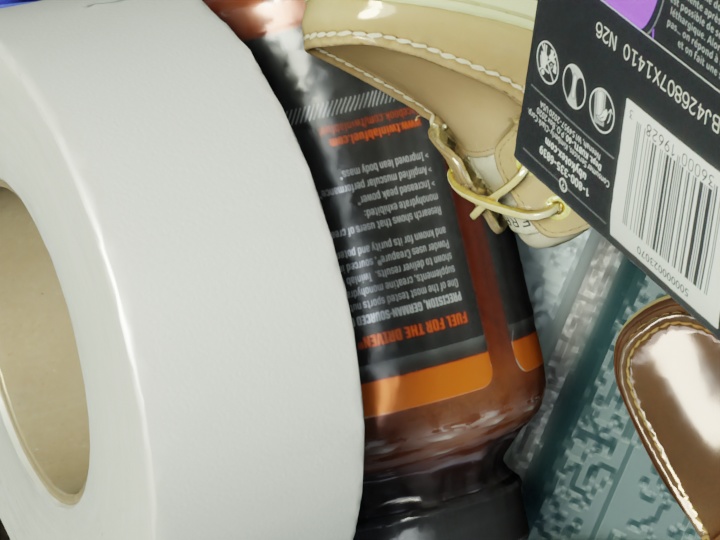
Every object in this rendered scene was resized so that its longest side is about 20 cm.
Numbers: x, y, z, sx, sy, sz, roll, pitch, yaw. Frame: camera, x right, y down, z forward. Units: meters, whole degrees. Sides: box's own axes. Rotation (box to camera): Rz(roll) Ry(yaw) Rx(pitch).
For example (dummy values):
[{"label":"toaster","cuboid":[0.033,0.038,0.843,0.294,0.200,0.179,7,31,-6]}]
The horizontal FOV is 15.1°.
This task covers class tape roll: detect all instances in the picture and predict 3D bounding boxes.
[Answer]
[{"label":"tape roll","cuboid":[-0.074,0.014,0.849,0.071,0.202,0.203,-14,92,-22]}]

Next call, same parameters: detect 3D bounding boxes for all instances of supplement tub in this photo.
[{"label":"supplement tub","cuboid":[0.000,0.000,0.897,0.107,0.107,0.200,-13,92,17]}]

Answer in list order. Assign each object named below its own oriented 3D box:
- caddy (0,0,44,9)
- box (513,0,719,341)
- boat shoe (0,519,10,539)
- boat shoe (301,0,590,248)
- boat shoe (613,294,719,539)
[{"label":"caddy","cuboid":[-0.185,-0.085,0.926,0.200,0.141,0.105,-13,89,18]},{"label":"box","cuboid":[0.161,-0.066,0.767,0.122,0.200,0.106,48,141,47]},{"label":"boat shoe","cuboid":[-0.128,0.083,0.968,0.200,0.060,0.072,17,101,14]},{"label":"boat shoe","cuboid":[0.065,-0.039,0.839,0.200,0.074,0.066,20,83,-26]},{"label":"boat shoe","cuboid":[0.154,0.090,0.881,0.072,0.068,0.200,-39,84,17]}]
